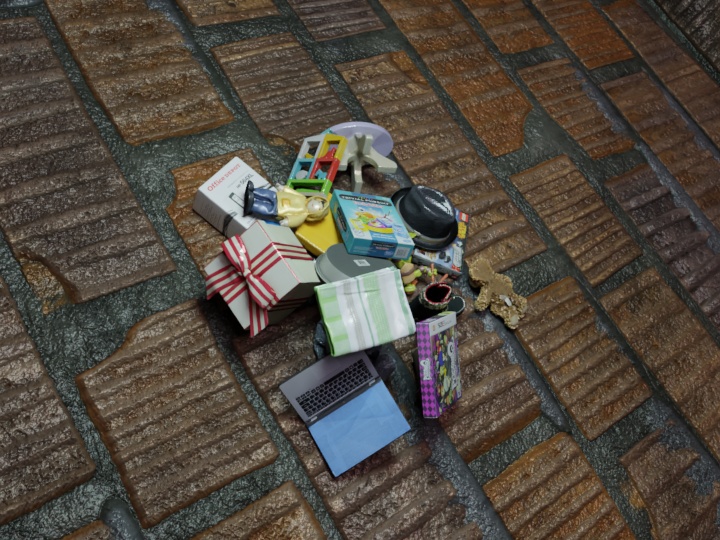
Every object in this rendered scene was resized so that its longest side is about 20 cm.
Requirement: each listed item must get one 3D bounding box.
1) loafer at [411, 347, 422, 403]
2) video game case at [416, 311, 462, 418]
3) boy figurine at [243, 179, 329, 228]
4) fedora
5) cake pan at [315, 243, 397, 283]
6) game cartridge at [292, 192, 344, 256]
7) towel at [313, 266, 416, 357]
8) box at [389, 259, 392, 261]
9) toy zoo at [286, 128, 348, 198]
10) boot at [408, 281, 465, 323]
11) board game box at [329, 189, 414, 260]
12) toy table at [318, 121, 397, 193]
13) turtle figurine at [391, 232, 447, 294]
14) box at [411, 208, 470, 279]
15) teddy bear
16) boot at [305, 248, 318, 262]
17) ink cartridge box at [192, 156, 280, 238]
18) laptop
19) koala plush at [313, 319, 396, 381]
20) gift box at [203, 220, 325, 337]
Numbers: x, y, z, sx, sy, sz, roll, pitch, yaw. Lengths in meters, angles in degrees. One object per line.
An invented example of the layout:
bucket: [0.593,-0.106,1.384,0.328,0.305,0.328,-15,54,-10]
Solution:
loafer: [0.149,0.214,1.610,0.071,0.073,0.201,16,52,1]
video game case: [0.173,0.199,1.512,0.181,0.036,0.201,-9,95,-64]
boy figurine: [-0.165,-0.144,1.580,0.199,0.065,0.125,10,51,-17]
fedora: [0.173,-0.153,1.767,0.199,0.092,0.202,11,57,-17]
cake pan: [0.000,0.000,1.521,0.199,0.037,0.201,17,27,-9]
game cartridge: [-0.044,-0.080,1.654,0.200,0.032,0.177,35,48,2]
towel: [0.013,0.081,1.397,0.199,0.031,0.150,-13,82,-32]
box: [0.027,-0.059,1.727,0.199,0.048,0.118,-13,67,-31]
toy zoo: [-0.107,-0.267,1.720,0.020,0.131,0.201,41,63,-48]
boot: [0.194,0.077,1.648,0.203,0.154,0.074,-9,70,-28]
board game box: [0.023,-0.109,1.618,0.150,0.047,0.200,6,36,-23]
toy table: [-0.003,-0.298,1.786,0.199,0.184,0.118,-9,47,-8]
turtle figurine: [0.117,-0.008,1.699,0.199,0.064,0.162,-20,114,-19]
box: [0.211,-0.087,1.827,0.136,0.040,0.201,21,55,-9]
teddy bear: [0.348,0.062,1.793,0.199,0.067,0.145,32,63,-11]
boot: [-0.121,0.012,1.614,0.181,0.073,0.201,-25,80,-31]
ink cartridge box: [-0.268,-0.147,1.626,0.200,0.084,0.146,39,53,1]
laptop: [-0.031,0.277,1.411,0.187,0.201,0.116,-32,35,-4]
koala plush: [-0.004,0.137,1.500,0.176,0.200,0.185,-7,64,-26]
gift box: [-0.207,0.025,1.467,0.185,0.200,0.187,49,12,13]
